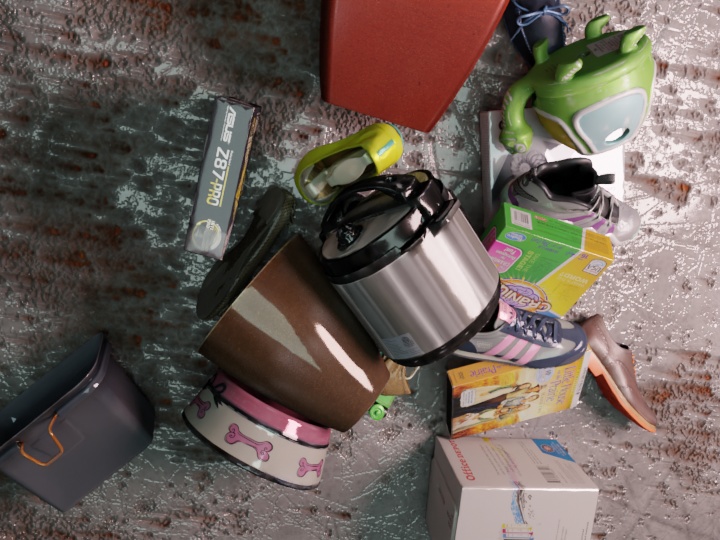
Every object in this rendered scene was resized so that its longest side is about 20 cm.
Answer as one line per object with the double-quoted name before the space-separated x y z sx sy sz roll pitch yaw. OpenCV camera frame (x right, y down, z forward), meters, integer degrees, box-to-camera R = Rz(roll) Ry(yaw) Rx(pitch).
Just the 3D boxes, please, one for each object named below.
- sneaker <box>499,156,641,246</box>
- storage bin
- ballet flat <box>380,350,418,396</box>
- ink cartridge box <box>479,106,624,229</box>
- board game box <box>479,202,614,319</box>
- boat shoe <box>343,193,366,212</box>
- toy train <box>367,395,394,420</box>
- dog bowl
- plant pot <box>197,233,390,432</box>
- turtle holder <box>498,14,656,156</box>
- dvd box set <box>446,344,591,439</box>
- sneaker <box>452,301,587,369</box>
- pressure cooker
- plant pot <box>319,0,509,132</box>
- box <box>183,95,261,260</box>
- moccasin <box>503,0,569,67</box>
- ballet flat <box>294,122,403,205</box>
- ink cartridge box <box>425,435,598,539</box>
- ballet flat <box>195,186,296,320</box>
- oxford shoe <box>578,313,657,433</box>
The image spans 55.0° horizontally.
"sneaker" 0.283 -0.086 0.848 0.194 0.140 0.080 7 72 -11
"storage bin" -0.364 0.208 0.884 0.199 0.146 0.135 -38 115 2
"ballet flat" 0.069 0.073 0.929 0.070 0.068 0.205 15 90 7
"ink cartridge box" 0.261 -0.120 0.936 0.194 0.041 0.206 -7 104 -6
"board game box" 0.208 0.013 0.901 0.149 0.041 0.202 15 138 -10
"boat shoe" 0.003 -0.001 0.914 0.071 0.068 0.205 -3 103 -7
"toy train" -0.037 0.140 0.957 0.197 0.042 0.057 33 87 -13
"dog bowl" -0.123 0.193 0.881 0.197 0.200 0.075 29 88 -13
"plant pot" -0.064 0.094 0.847 0.199 0.187 0.188 42 95 -2
"turtle holder" 0.266 -0.206 0.830 0.183 0.140 0.134 -34 120 -14
"dvd box set" 0.215 0.166 0.963 0.194 0.030 0.148 -13 139 -5
"sneaker" 0.199 0.076 0.887 0.194 0.072 0.083 2 144 4
"pressure cooker" 0.049 -0.017 0.790 0.174 0.179 0.201 -35 109 8
"plant pot" 0.037 -0.276 0.803 0.195 0.201 0.180 14 113 -10
"box" -0.156 -0.115 0.799 0.048 0.200 0.165 15 100 -10
"moccasin" 0.210 -0.344 0.863 0.079 0.068 0.203 -28 107 -1
"ballet flat" -0.031 -0.117 0.823 0.067 0.198 0.067 51 50 -17
"ink cartridge box" 0.204 0.335 0.977 0.194 0.147 0.149 4 103 -8
"ballet flat" -0.146 -0.016 0.900 0.046 0.067 0.202 31 95 -44
"oxford shoe" 0.379 0.152 1.000 0.072 0.071 0.201 -42 104 -2
